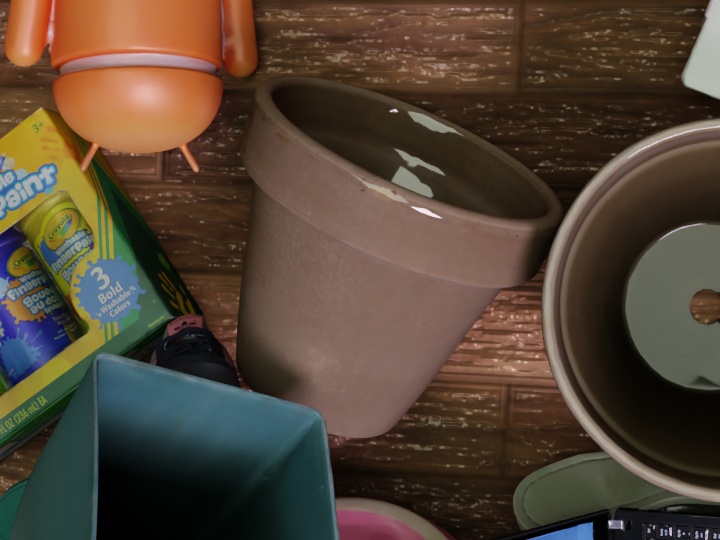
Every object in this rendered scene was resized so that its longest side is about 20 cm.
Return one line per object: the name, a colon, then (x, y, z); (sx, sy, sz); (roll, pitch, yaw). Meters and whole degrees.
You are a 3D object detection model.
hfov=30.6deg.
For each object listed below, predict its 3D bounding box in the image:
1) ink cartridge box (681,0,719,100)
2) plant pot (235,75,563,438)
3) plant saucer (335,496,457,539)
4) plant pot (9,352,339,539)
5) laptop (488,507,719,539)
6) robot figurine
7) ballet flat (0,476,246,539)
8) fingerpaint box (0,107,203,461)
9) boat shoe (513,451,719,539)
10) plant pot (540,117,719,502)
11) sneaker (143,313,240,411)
ink cartridge box: (0.283, -0.182, 0.807); (0.114, 0.068, 0.202); (24, 92, 10)
plant pot: (0.000, 0.000, 0.808); (0.198, 0.200, 0.176); (27, 110, 10)
plant saucer: (-0.009, 0.208, 0.792); (0.197, 0.202, 0.051); (6, 127, 10)
plant pot: (-0.120, 0.173, 0.720); (0.200, 0.140, 0.143); (-49, 36, 38)
laptop: (0.161, 0.234, 0.732); (0.197, 0.103, 0.180); (1, 98, 21)
robot figurine: (-0.148, -0.166, 0.862); (0.115, 0.143, 0.203); (-3, 88, 27)
ballet flat: (-0.142, 0.155, 0.856); (0.197, 0.070, 0.068); (-11, 81, 20)
fingerpaint box: (-0.237, 0.018, 0.895); (0.199, 0.073, 0.168); (-34, 83, 8)
boat shoe: (0.193, 0.141, 0.822); (0.198, 0.072, 0.061); (-14, 131, -2)
plant pot: (0.206, 0.022, 0.764); (0.197, 0.173, 0.203); (0, 89, 9)
sneaker: (-0.110, 0.063, 0.812); (0.069, 0.200, 0.083); (-5, 76, -10)
